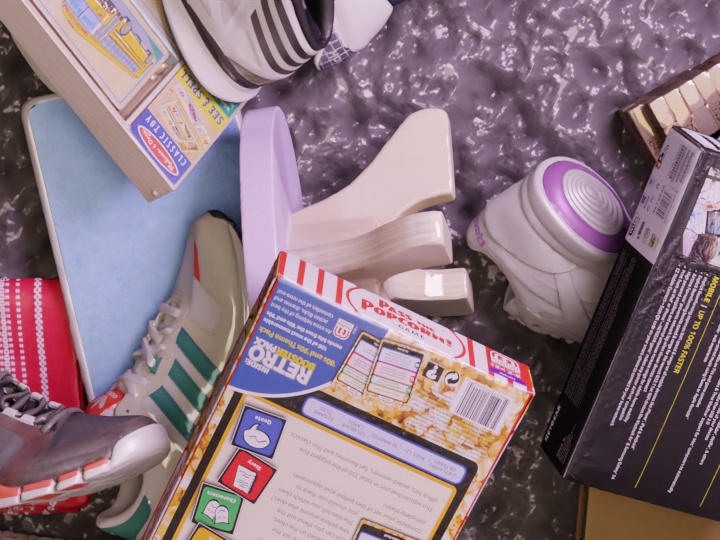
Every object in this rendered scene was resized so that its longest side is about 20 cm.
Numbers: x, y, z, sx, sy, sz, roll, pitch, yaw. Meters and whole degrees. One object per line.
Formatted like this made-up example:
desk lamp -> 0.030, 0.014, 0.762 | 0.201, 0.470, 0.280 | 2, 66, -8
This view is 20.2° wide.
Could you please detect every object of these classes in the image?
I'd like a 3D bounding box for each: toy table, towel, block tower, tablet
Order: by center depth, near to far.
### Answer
toy table -> 0.000, 0.000, 1.157 | 0.116, 0.184, 0.202 | -6, 87, 7
tablet -> -0.120, -0.017, 1.212 | 0.129, 0.014, 0.202 | -14, 96, -12
towel -> -0.262, 0.078, 1.215 | 0.198, 0.022, 0.146 | -2, 95, -4
block tower -> 0.258, -0.123, 1.218 | 0.199, 0.054, 0.058 | -31, 98, 0

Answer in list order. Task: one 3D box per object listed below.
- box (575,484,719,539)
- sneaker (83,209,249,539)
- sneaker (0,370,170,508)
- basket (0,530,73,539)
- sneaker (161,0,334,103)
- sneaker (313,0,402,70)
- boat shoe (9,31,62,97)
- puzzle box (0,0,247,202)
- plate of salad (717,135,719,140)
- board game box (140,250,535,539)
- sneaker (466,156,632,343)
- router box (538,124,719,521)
box -> 0.230, 0.097, 1.211 | 0.198, 0.021, 0.165 | -6, 123, -10
sneaker -> -0.112, 0.065, 1.176 | 0.093, 0.070, 0.202 | 2, 96, -16
sneaker -> -0.200, 0.093, 1.145 | 0.199, 0.077, 0.083 | -12, 83, 26
basket -> -0.180, 0.263, 1.151 | 0.159, 0.200, 0.200 | 5, 96, -7
sneaker -> -0.078, -0.200, 1.118 | 0.115, 0.076, 0.201 | -22, 106, 41
sneaker -> -0.059, -0.210, 1.180 | 0.080, 0.076, 0.200 | -42, 96, 10
boat shoe -> -0.193, -0.197, 1.175 | 0.072, 0.060, 0.203 | -27, 95, 38
puzzle box -> -0.141, -0.154, 1.139 | 0.200, 0.025, 0.133 | 52, 45, -18
plate of salad -> 0.269, -0.026, 1.191 | 0.199, 0.048, 0.202 | -15, 119, -28
board game box -> -0.019, 0.112, 1.081 | 0.151, 0.046, 0.201 | 26, 105, -7
sneaker -> 0.148, 0.014, 1.223 | 0.200, 0.075, 0.099 | 43, 132, -21
router box -> 0.206, 0.038, 1.127 | 0.148, 0.051, 0.201 | 17, 105, -18
